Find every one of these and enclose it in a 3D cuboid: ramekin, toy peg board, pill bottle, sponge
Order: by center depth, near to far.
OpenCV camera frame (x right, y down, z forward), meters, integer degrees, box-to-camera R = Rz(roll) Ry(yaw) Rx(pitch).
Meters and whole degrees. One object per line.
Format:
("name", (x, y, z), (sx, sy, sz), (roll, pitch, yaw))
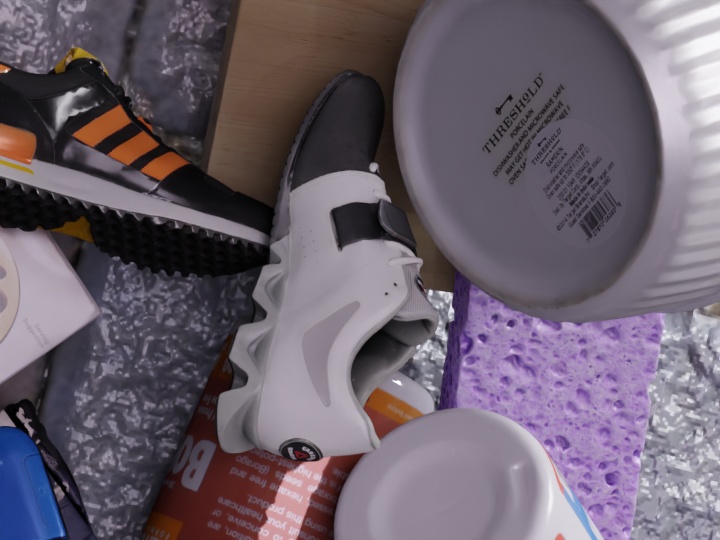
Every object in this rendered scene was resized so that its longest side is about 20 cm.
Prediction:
("ramekin", (0.107, -0.070, 1.110), (0.105, 0.200, 0.200), (-18, 95, -45))
("pill bottle", (0.072, 0.161, 1.180), (0.112, 0.112, 0.200), (-50, 141, -13))
("pill bottle", (-0.049, 0.133, 1.195), (0.112, 0.112, 0.200), (26, 80, -16))
("toy peg board", (0.017, -0.101, 1.247), (0.200, 0.098, 0.199), (8, 102, -17))
("sponge", (0.096, 0.075, 1.253), (0.111, 0.030, 0.200), (0, 109, -17))

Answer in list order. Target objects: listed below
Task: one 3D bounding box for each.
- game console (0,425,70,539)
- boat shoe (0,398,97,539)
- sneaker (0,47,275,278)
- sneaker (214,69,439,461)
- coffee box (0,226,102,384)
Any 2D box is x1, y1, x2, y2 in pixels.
("game console", (-0.214, 0.187, 1.116), (0.200, 0.118, 0.171), (-19, 78, -4))
("boat shoe", (-0.216, 0.154, 1.158), (0.200, 0.075, 0.093), (-36, 95, -15))
("sneaker", (-0.116, -0.058, 1.133), (0.200, 0.070, 0.090), (15, 69, -31))
("sneaker", (0.000, 0.000, 1.136), (0.088, 0.074, 0.200), (7, 67, 15))
("coffee box", (-0.230, -0.030, 1.156), (0.113, 0.080, 0.200), (-35, 99, -16))
